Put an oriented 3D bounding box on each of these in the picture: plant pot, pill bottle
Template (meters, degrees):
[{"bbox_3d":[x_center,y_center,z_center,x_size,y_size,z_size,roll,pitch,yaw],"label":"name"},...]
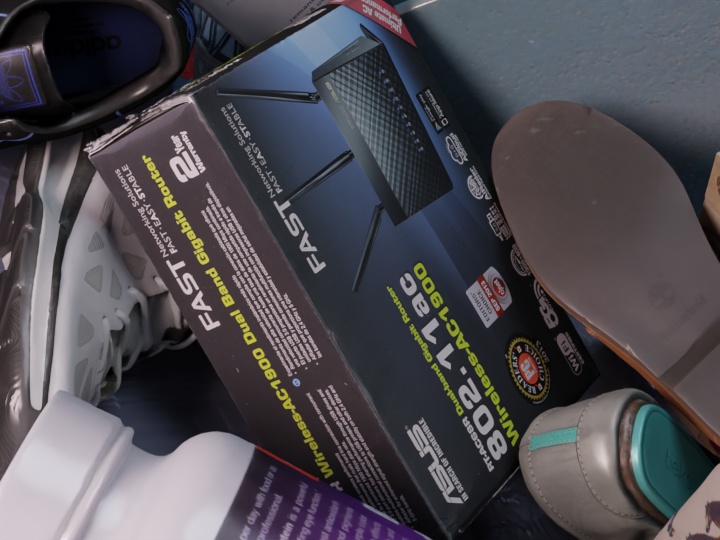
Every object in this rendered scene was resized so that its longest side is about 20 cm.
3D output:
[{"bbox_3d":[0.111,-0.117,0.955,0.200,0.196,0.196,59,22,-33],"label":"plant pot"},{"bbox_3d":[-0.031,0.122,0.654,0.200,0.111,0.111,29,36,-4],"label":"pill bottle"}]

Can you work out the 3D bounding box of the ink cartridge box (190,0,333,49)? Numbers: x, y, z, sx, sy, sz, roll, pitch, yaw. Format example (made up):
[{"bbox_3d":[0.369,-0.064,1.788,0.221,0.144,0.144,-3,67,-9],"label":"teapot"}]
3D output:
[{"bbox_3d":[-0.094,-0.193,0.820,0.145,0.083,0.200,50,7,32],"label":"ink cartridge box"}]

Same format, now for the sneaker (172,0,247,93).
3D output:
[{"bbox_3d":[-0.051,-0.141,0.961,0.079,0.096,0.200,9,42,-29],"label":"sneaker"}]

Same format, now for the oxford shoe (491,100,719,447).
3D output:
[{"bbox_3d":[0.121,0.013,0.813,0.200,0.071,0.071,54,-2,27],"label":"oxford shoe"}]

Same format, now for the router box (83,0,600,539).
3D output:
[{"bbox_3d":[0.000,0.000,0.794,0.200,0.062,0.150,59,38,-7],"label":"router box"}]

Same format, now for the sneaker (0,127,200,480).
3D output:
[{"bbox_3d":[-0.085,0.013,0.774,0.115,0.076,0.201,18,36,-15],"label":"sneaker"}]

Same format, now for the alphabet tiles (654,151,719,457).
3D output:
[{"bbox_3d":[0.170,0.038,0.840,0.008,0.200,0.167,-30,63,-17],"label":"alphabet tiles"}]

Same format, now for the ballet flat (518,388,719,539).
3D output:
[{"bbox_3d":[0.134,0.108,0.817,0.200,0.064,0.067,40,50,-38],"label":"ballet flat"}]

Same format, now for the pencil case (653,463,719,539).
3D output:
[{"bbox_3d":[0.140,0.121,0.703,0.078,0.200,0.090,7,48,-24],"label":"pencil case"}]

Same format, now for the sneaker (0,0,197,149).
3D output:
[{"bbox_3d":[-0.161,-0.076,0.762,0.200,0.070,0.078,-18,19,-10],"label":"sneaker"}]
